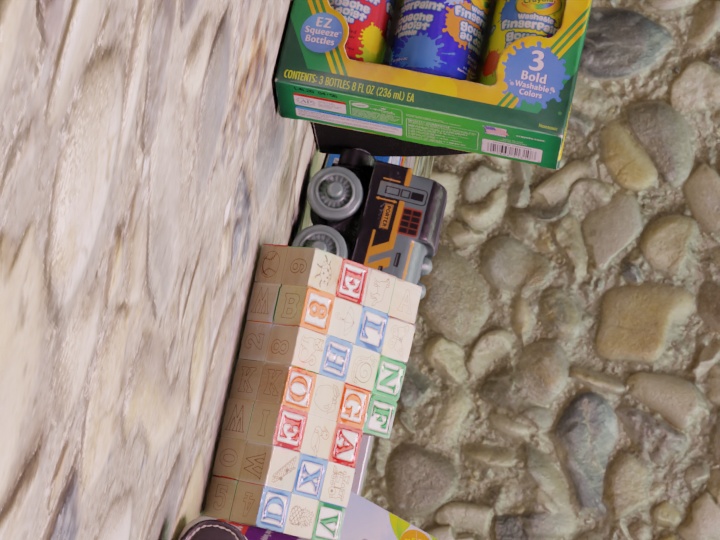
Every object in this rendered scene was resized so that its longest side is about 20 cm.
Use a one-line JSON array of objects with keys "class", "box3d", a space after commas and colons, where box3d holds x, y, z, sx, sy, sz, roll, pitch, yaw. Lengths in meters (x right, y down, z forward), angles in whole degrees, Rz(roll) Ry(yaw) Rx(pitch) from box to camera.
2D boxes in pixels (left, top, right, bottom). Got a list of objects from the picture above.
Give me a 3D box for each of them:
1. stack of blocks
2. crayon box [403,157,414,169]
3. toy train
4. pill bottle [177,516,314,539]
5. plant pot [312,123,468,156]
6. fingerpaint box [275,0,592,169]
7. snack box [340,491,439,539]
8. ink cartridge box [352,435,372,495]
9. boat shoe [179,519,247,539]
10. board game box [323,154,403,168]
[{"class": "stack of blocks", "box3d": [-0.033, 0.092, 1.565, 0.115, 0.058, 0.201, 21, 79, -43]}, {"class": "crayon box", "box3d": [0.023, -0.102, 2.271, 0.200, 0.051, 0.126, -75, 175, -49]}, {"class": "toy train", "box3d": [0.000, 0.000, 1.768, 0.085, 0.113, 0.201, 85, 19, -74]}, {"class": "pill bottle", "box3d": [-0.030, 0.235, 1.427, 0.112, 0.199, 0.113, 11, 90, -86]}, {"class": "plant pot", "box3d": [0.067, -0.195, 1.753, 0.200, 0.176, 0.201, 81, 20, -80]}, {"class": "fingerpaint box", "box3d": [0.056, -0.175, 1.486, 0.073, 0.199, 0.168, 85, 17, -73]}, {"class": "snack box", "box3d": [-0.036, 0.260, 1.613, 0.068, 0.168, 0.201, -36, -150, 47]}, {"class": "ink cartridge box", "box3d": [-0.038, 0.141, 1.807, 0.044, 0.094, 0.201, 80, 22, -78]}, {"class": "boat shoe", "box3d": [-0.107, 0.237, 1.301, 0.065, 0.072, 0.201, 104, 6, -62]}, {"class": "board game box", "box3d": [0.000, -0.065, 2.014, 0.200, 0.056, 0.196, -74, 174, -48]}]
